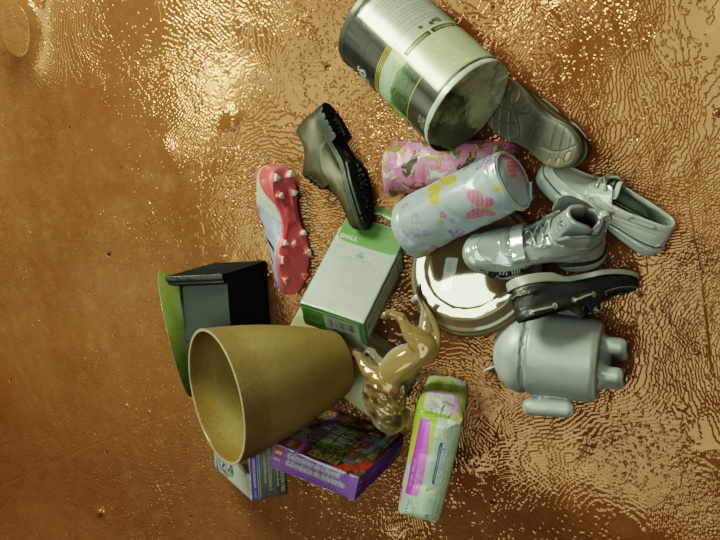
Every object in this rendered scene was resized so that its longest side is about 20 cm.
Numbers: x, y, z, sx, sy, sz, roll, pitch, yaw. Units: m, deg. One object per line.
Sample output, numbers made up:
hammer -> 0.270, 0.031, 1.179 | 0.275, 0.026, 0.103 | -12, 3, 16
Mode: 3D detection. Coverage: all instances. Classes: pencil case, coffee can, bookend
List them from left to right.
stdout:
bookend -> -0.208, 0.095, 1.529 | 0.090, 0.199, 0.204 | -3, 96, 13
coffee can -> 0.085, -0.284, 1.382 | 0.200, 0.146, 0.147 | 48, 110, 25
pencil case -> 0.127, -0.144, 1.440 | 0.197, 0.083, 0.088 | 4, 111, 20
pencil case -> 0.135, -0.086, 1.371 | 0.199, 0.084, 0.091 | -27, 121, 36

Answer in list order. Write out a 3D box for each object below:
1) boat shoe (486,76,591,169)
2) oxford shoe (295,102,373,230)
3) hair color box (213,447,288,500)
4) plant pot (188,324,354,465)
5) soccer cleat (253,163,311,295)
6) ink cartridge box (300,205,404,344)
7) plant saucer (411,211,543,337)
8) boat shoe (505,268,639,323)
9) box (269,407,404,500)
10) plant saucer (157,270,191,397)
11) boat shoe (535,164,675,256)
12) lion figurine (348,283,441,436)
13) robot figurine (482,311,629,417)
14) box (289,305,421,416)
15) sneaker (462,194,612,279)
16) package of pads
boat shoe -> 0.239, -0.204, 1.399 | 0.200, 0.073, 0.075 | 50, 120, 31
oxford shoe -> -0.039, -0.143, 1.515 | 0.084, 0.072, 0.202 | -30, 73, 23
hair color box -> -0.174, 0.270, 1.549 | 0.199, 0.064, 0.111 | -172, 77, -64
plant pot -> -0.116, 0.152, 1.412 | 0.186, 0.198, 0.189 | 29, 125, 51
soccer cleat -> -0.125, -0.064, 1.565 | 0.076, 0.066, 0.204 | 4, 105, 51
ink cartridge box -> 0.000, 0.000, 1.494 | 0.102, 0.060, 0.202 | 16, 59, 18
plant saucer -> 0.160, -0.006, 1.427 | 0.197, 0.029, 0.203 | -10, 67, 23
boat shoe -> 0.291, 0.035, 1.358 | 0.074, 0.197, 0.061 | 140, 124, -62
box -> -0.031, 0.264, 1.484 | 0.135, 0.200, 0.040 | 17, 104, 17
plant saucer -> -0.276, 0.095, 1.575 | 0.031, 0.200, 0.203 | -13, 91, -5
boat shoe -> 0.336, -0.101, 1.365 | 0.198, 0.074, 0.067 | 30, 140, 4
lion figurine -> 0.060, 0.129, 1.412 | 0.123, 0.072, 0.201 | 51, 121, 26
robot figurine -> 0.270, 0.119, 1.399 | 0.197, 0.113, 0.172 | 7, 72, 20
box -> -0.016, 0.132, 1.528 | 0.199, 0.078, 0.096 | 33, 105, 14
sneaker -> 0.235, -0.047, 1.330 | 0.196, 0.115, 0.076 | -2, 64, 0
package of pads -> 0.105, 0.242, 1.429 | 0.067, 0.200, 0.157 | 12, 100, 7
